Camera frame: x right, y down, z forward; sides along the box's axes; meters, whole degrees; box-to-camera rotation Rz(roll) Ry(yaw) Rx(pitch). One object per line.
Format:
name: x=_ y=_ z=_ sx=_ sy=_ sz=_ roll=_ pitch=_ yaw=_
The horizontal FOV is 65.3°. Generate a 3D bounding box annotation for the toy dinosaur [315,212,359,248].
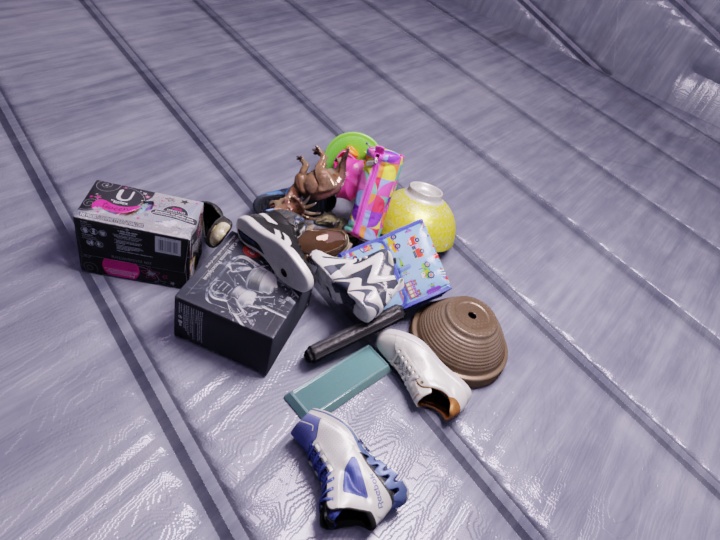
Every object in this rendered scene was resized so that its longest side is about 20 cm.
toy dinosaur: x=-0.019 y=-0.074 z=1.243 sx=0.198 sy=0.048 sz=0.088 roll=28 pitch=36 yaw=6

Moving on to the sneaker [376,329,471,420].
sneaker: x=0.099 y=0.181 z=0.988 sx=0.199 sy=0.073 sz=0.084 roll=36 pitch=40 yaw=17

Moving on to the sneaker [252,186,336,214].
sneaker: x=-0.155 y=-0.161 z=1.278 sx=0.198 sy=0.067 sz=0.078 roll=-10 pitch=36 yaw=-27

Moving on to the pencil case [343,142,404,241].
pencil case: x=0.026 y=-0.161 z=1.170 sx=0.087 sy=0.202 sz=0.089 roll=13 pitch=18 yaw=-5

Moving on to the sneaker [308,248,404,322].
sneaker: x=0.000 y=0.000 z=1.052 sx=0.129 sy=0.080 sz=0.199 roll=-33 pitch=42 yaw=-24

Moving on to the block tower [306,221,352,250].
block tower: x=-0.111 y=-0.063 z=1.190 sx=0.198 sy=0.054 sz=0.058 roll=28 pitch=44 yaw=10

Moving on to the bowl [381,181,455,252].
bowl: x=0.134 y=-0.138 z=1.281 sx=0.198 sy=0.109 sz=0.201 roll=12 pitch=29 yaw=-7

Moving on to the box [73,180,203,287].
box: x=-0.401 y=-0.068 z=1.037 sx=0.198 sy=0.133 sz=0.115 roll=10 pitch=42 yaw=-8

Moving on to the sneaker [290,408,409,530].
sneaker: x=-0.035 y=0.300 z=0.815 sx=0.199 sy=0.081 sz=0.115 roll=36 pitch=43 yaw=17

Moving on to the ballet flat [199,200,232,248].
ballet flat: x=-0.294 y=-0.091 z=1.104 sx=0.057 sy=0.067 sz=0.200 roll=43 pitch=-2 yaw=-27

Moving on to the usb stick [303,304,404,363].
usb stick: x=-0.009 y=0.113 z=1.013 sx=0.198 sy=0.055 sz=0.033 roll=-24 pitch=85 yaw=-20

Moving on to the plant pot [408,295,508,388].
plant pot: x=0.198 y=0.116 z=1.080 sx=0.198 sy=0.093 sz=0.202 roll=9 pitch=43 yaw=-8

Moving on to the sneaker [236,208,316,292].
sneaker: x=-0.121 y=-0.051 z=1.006 sx=0.111 sy=0.074 sz=0.200 roll=-27 pitch=57 yaw=-39

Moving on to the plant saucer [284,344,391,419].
plant saucer: x=-0.034 y=0.192 z=0.976 sx=0.199 sy=0.019 sz=0.070 roll=-27 pitch=58 yaw=-37

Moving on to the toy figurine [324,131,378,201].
toy figurine: x=-0.001 y=-0.205 z=1.289 sx=0.199 sy=0.150 sz=0.185 roll=37 pitch=23 yaw=-15

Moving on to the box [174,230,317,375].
box: x=-0.200 y=0.052 z=1.002 sx=0.180 sy=0.105 sz=0.201 roll=23 pitch=42 yaw=4

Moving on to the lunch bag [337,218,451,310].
lunch bag: x=0.056 y=0.010 z=1.117 sx=0.198 sy=0.094 sz=0.152 roll=-21 pitch=80 yaw=-10

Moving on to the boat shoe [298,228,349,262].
boat shoe: x=-0.121 y=-0.044 z=1.108 sx=0.200 sy=0.075 sz=0.076 roll=-14 pitch=76 yaw=-2

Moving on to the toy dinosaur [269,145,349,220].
toy dinosaur: x=-0.089 y=-0.173 z=1.169 sx=0.198 sy=0.086 sz=0.137 roll=-21 pitch=58 yaw=21
